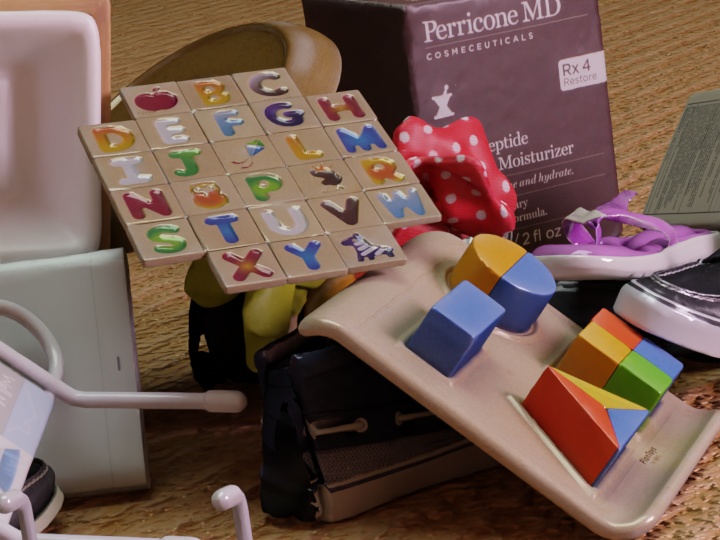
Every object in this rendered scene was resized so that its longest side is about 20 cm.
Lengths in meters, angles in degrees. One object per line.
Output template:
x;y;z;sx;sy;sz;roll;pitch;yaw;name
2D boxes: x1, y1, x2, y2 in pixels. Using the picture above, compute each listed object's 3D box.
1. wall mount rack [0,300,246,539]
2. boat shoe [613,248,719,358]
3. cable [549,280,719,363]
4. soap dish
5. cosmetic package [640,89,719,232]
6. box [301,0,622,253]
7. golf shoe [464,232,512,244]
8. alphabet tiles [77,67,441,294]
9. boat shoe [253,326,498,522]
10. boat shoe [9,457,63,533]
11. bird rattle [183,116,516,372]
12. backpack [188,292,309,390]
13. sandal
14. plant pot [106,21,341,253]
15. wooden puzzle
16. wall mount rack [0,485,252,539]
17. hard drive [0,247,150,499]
-0.157;0.078;1.237;0.075;0.173;0.201;-48;16;34;wall mount rack
0.221;0.008;1.365;0.199;0.068;0.072;4;20;-40;boat shoe
0.182;0.022;1.512;0.198;0.051;0.163;-1;6;10;cable
-0.241;-0.075;1.379;0.198;0.159;0.081;-2;8;-16;soap dish
0.262;-0.055;1.535;0.087;0.104;0.200;25;-5;-14;cosmetic package
0.073;-0.112;1.791;0.165;0.202;0.164;-14;15;-25;box
0.059;-0.009;1.599;0.072;0.093;0.200;-4;15;9;golf shoe
-0.056;-0.052;1.322;0.165;0.006;0.200;-9;37;-18;alphabet tiles
0.027;0.061;1.302;0.074;0.093;0.199;6;19;45;boat shoe
-0.230;0.124;1.235;0.072;0.068;0.199;3;15;44;boat shoe
0.000;0.000;1.423;0.199;0.164;0.113;-22;38;-19;bird rattle
-0.042;-0.011;1.563;0.126;0.168;0.200;4;4;7;backpack
0.148;-0.021;1.419;0.082;0.050;0.202;-3;2;26;sandal
-0.103;-0.086;1.464;0.199;0.028;0.201;-27;30;17;plant pot
0.087;0.044;1.256;0.199;0.046;0.185;32;24;10;wooden puzzle
-0.133;0.145;1.067;0.199;0.075;0.174;-3;14;21;wall mount rack
-0.220;0.065;1.344;0.198;0.133;0.026;-7;-14;-1;hard drive
